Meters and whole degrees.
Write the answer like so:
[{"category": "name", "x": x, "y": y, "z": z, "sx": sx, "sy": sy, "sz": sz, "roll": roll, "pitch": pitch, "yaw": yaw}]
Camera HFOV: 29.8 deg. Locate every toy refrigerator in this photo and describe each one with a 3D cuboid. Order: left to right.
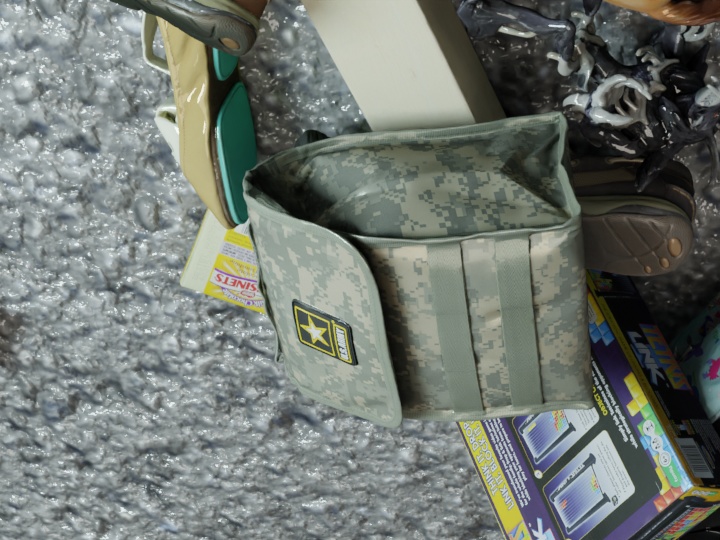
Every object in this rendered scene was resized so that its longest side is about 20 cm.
[{"category": "toy refrigerator", "x": 0.024, "y": -0.133, "z": 0.828, "sx": 0.070, "sy": 0.076, "sz": 0.200, "roll": -18, "pitch": 126, "yaw": 20}]

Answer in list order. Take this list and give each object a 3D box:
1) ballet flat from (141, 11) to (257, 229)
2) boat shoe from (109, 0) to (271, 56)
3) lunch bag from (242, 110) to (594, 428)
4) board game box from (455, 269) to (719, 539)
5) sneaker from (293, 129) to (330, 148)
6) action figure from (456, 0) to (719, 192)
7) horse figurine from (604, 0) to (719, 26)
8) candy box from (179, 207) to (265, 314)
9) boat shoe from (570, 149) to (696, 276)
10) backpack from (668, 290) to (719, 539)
[{"category": "ballet flat", "x": -0.105, "y": -0.120, "z": 0.866, "sx": 0.063, "sy": 0.069, "sz": 0.201, "roll": 8, "pitch": 123, "yaw": 15}, {"category": "boat shoe", "x": -0.126, "y": -0.190, "z": 0.771, "sx": 0.199, "sy": 0.076, "sz": 0.074, "roll": 28, "pitch": 90, "yaw": 23}, {"category": "lunch bag", "x": 0.034, "y": 0.006, "z": 0.810, "sx": 0.198, "sy": 0.118, "sz": 0.165, "roll": -5, "pitch": 133, "yaw": 7}, {"category": "board game box", "x": 0.150, "y": 0.109, "z": 0.937, "sx": 0.056, "sy": 0.201, "sz": 0.166, "roll": 6, "pitch": 138, "yaw": -36}, {"category": "sneaker", "x": 0.000, "y": 0.000, "z": 0.910, "sx": 0.088, "sy": 0.074, "sz": 0.200, "roll": -31, "pitch": 114, "yaw": 13}, {"category": "action figure", "x": 0.156, "y": -0.127, "z": 0.794, "sx": 0.199, "sy": 0.119, "sz": 0.102, "roll": 33, "pitch": 163, "yaw": -11}, {"category": "horse figurine", "x": 0.140, "y": -0.198, "z": 0.733, "sx": 0.200, "sy": 0.050, "sz": 0.133, "roll": 42, "pitch": 89, "yaw": 1}, {"category": "candy box", "x": -0.020, "y": 0.000, "z": 0.973, "sx": 0.199, "sy": 0.026, "sz": 0.103, "roll": 19, "pitch": 127, "yaw": -10}, {"category": "boat shoe", "x": 0.127, "y": -0.043, "z": 0.897, "sx": 0.199, "sy": 0.074, "sz": 0.075, "roll": 7, "pitch": 142, "yaw": 27}, {"category": "backpack", "x": 0.289, "y": 0.109, "z": 0.951, "sx": 0.177, "sy": 0.151, "sz": 0.200, "roll": 26, "pitch": 118, "yaw": -20}]
